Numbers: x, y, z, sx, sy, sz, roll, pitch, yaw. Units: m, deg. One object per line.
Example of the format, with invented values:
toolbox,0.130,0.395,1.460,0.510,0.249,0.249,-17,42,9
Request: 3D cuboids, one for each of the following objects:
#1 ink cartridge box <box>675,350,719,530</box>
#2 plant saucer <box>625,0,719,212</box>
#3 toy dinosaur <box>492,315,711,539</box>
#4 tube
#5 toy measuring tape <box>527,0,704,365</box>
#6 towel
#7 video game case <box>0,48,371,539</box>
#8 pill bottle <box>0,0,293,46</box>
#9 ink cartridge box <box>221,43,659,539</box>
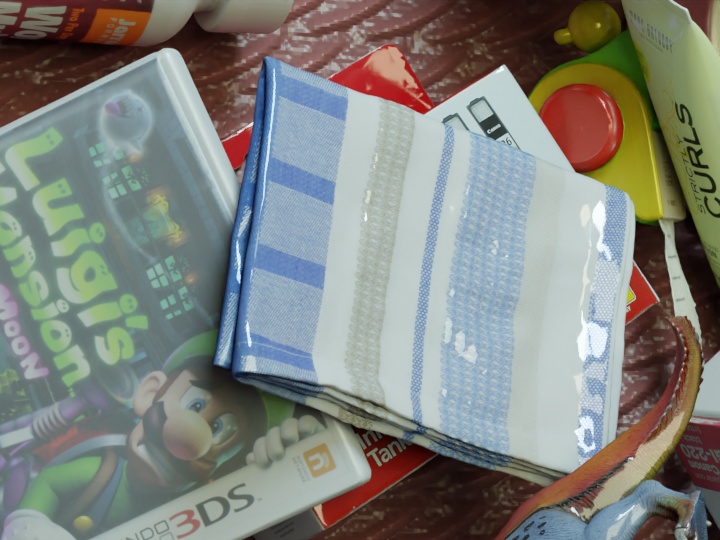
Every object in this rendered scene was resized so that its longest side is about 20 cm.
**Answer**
ink cartridge box,0.247,0.104,1.316,0.146,0.085,0.200,-40,109,-25
plant saucer,0.230,-0.100,1.416,0.200,0.051,0.202,5,74,-19
toy dinosaur,0.071,0.139,1.212,0.105,0.181,0.201,43,43,-54
tube,0.166,-0.053,1.326,0.052,0.058,0.200,-58,134,-40
toy measuring tape,0.116,-0.027,1.347,0.073,0.074,0.201,-6,84,-22
towel,0.034,0.005,1.209,0.199,0.024,0.148,20,67,-29
video game case,-0.117,0.035,1.203,0.181,0.023,0.201,-25,89,9
pill bottle,-0.131,-0.156,1.264,0.199,0.110,0.110,3,74,-20
ink cartridge box,0.000,0.000,1.283,0.200,0.084,0.176,-33,88,-25
